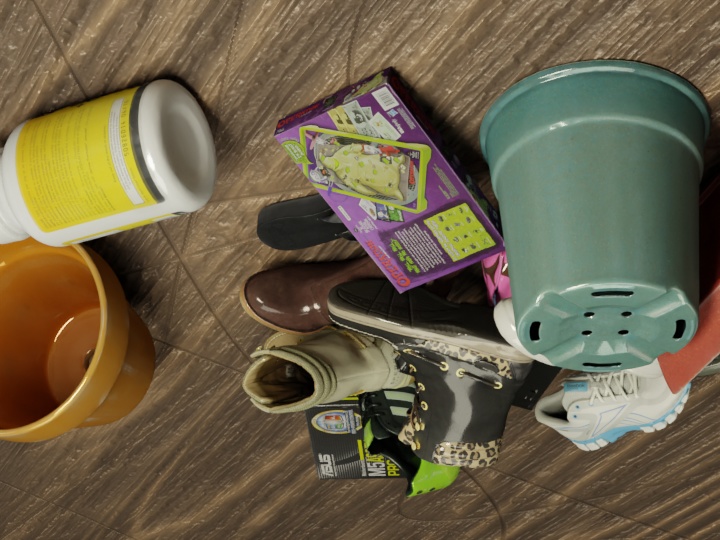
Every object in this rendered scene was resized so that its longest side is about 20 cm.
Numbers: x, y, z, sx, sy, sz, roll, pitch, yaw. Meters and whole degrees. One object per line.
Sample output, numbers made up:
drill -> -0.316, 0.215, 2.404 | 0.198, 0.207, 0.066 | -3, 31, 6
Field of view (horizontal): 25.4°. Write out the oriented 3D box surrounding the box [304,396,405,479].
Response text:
box -> 0.021, 0.180, 1.831 | 0.158, 0.045, 0.201 | -2, 148, 2

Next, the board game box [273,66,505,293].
board game box -> 0.030, -0.073, 1.374 | 0.119, 0.032, 0.200 | -24, 123, 24

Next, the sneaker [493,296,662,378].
sneaker -> 0.212, 0.037, 1.426 | 0.198, 0.076, 0.089 | 9, 131, -30

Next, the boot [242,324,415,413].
boot -> -0.062, 0.094, 1.578 | 0.199, 0.073, 0.154 | 3, -170, 44

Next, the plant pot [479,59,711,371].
plant pot -> 0.199, -0.035, 1.329 | 0.198, 0.198, 0.201 | 1, 149, 1

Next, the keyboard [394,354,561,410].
keyboard -> 0.110, 0.105, 1.580 | 0.199, 0.021, 0.128 | 20, 113, -40

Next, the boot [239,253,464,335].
boot -> 0.000, 0.000, 1.510 | 0.198, 0.073, 0.166 | 4, 153, -24

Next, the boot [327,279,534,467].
boot -> 0.058, 0.096, 1.474 | 0.198, 0.073, 0.152 | 12, 122, 1

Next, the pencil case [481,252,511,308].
pencil case -> 0.214, 0.001, 1.495 | 0.198, 0.091, 0.094 | 3, 146, -7

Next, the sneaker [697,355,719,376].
sneaker -> 0.389, 0.044, 1.519 | 0.199, 0.076, 0.114 | -40, 145, 2

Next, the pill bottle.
pill bottle -> -0.229, -0.083, 1.344 | 0.198, 0.113, 0.112 | -13, 146, 22

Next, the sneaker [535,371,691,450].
sneaker -> 0.255, 0.130, 1.643 | 0.086, 0.076, 0.200 | 20, 145, -27

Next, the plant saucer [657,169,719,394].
plant saucer -> 0.310, -0.023, 1.354 | 0.036, 0.201, 0.200 | 22, 146, -5

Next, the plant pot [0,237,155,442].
plant pot -> -0.293, 0.074, 1.550 | 0.198, 0.202, 0.183 | -9, 163, 17

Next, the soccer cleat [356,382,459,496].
soccer cleat -> 0.027, 0.140, 1.628 | 0.081, 0.201, 0.068 | -18, 149, -33

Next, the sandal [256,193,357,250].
sandal -> -0.004, -0.048, 1.461 | 0.199, 0.043, 0.076 | -18, 144, 29
